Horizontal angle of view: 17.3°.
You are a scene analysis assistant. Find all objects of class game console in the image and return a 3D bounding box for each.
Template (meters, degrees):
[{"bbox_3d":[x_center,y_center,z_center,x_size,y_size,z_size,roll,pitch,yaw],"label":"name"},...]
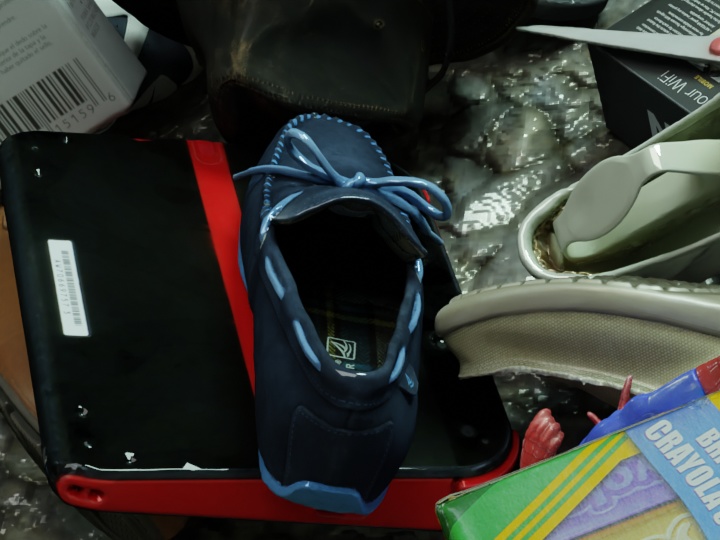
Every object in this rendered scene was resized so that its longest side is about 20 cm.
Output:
[{"bbox_3d":[-0.041,0.019,0.885,0.176,0.031,0.200,2,39,-18],"label":"game console"}]

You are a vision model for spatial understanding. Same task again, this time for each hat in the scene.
[{"bbox_3d":[-0.027,-0.091,0.955,0.200,0.201,0.081,1,72,19],"label":"hat"}]

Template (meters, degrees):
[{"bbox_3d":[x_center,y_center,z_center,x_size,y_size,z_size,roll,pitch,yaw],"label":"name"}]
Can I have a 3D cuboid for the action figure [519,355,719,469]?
[{"bbox_3d":[0.079,0.066,0.768,0.052,0.200,0.065,50,29,22],"label":"action figure"}]

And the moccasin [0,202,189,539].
[{"bbox_3d":[-0.105,0.033,0.921,0.078,0.074,0.201,-32,34,-4],"label":"moccasin"}]

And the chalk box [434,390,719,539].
[{"bbox_3d":[0.143,0.111,0.707,0.200,0.125,0.124,-21,48,-2],"label":"chalk box"}]

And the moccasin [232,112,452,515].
[{"bbox_3d":[0.000,0.000,0.842,0.080,0.068,0.200,6,37,-14],"label":"moccasin"}]

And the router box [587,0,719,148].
[{"bbox_3d":[0.212,-0.069,0.928,0.157,0.052,0.200,-32,45,-15],"label":"router box"}]

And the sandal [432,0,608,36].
[{"bbox_3d":[0.011,-0.134,1.047,0.200,0.048,0.075,7,42,-5],"label":"sandal"}]

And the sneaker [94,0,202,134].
[{"bbox_3d":[-0.155,-0.140,1.027,0.079,0.199,0.130,-17,27,46],"label":"sneaker"}]

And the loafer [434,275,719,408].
[{"bbox_3d":[0.121,0.039,0.824,0.199,0.068,0.076,4,2,18],"label":"loafer"}]

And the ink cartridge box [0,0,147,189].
[{"bbox_3d":[-0.218,-0.092,0.964,0.200,0.174,0.044,-29,20,17],"label":"ink cartridge box"}]

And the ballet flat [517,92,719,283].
[{"bbox_3d":[0.136,-0.040,0.849,0.200,0.069,0.070,-33,32,34],"label":"ballet flat"}]

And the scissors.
[{"bbox_3d":[0.150,-0.080,0.911,0.199,0.014,0.073,0,47,19],"label":"scissors"}]
